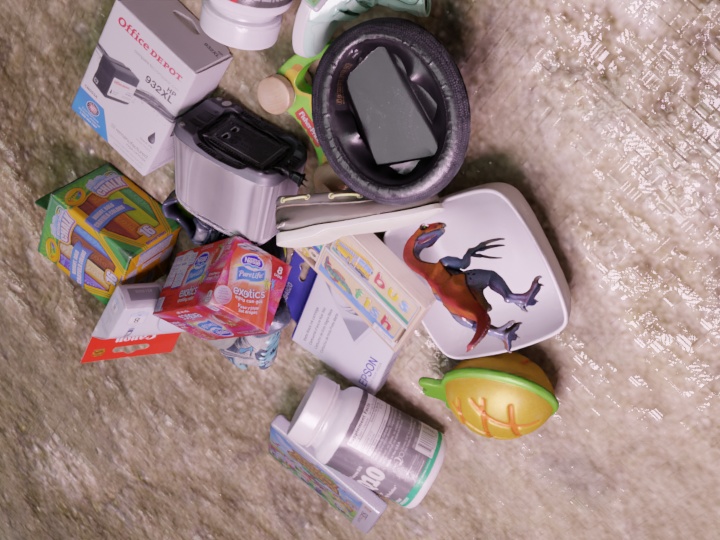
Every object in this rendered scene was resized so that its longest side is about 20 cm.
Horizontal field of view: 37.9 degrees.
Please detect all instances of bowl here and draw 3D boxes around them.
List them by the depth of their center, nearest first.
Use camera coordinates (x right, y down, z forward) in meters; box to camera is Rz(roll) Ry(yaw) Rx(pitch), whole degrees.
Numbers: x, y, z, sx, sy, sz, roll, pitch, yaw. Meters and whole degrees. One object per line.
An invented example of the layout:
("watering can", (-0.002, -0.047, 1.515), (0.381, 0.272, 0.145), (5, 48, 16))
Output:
("bowl", (0.147, -0.006, 1.249), (0.199, 0.075, 0.201), (-19, 105, 41))

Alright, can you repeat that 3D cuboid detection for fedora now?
("fedora", (0.043, -0.178, 1.161), (0.199, 0.092, 0.202), (6, 106, 21))

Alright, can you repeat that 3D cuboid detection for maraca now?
("maraca", (0.159, 0.157, 1.318), (0.137, 0.108, 0.199), (35, 154, -27))

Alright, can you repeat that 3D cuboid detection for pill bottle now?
("pill bottle", (-0.121, -0.361, 1.191), (0.113, 0.114, 0.201), (31, 130, 15))
("pill bottle", (0.008, 0.230, 1.429), (0.199, 0.113, 0.113), (29, 131, -4))

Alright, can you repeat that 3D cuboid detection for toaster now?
("toaster", (-0.153, -0.122, 1.361), (0.199, 0.114, 0.130), (29, 135, 15))

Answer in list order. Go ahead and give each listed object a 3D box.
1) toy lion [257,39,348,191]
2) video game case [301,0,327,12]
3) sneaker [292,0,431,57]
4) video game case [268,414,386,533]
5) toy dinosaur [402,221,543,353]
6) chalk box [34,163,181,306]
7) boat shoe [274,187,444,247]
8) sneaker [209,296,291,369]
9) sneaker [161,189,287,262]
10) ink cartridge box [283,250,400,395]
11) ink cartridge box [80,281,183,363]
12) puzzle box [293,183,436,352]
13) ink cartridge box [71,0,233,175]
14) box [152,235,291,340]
("toy lion", (0.000, -0.190, 1.254), (0.191, 0.069, 0.201), (-30, 97, 35))
("video game case", (-0.052, -0.403, 1.079), (0.182, 0.022, 0.200), (39, 93, -7))
("sneaker", (0.009, -0.293, 1.158), (0.118, 0.074, 0.201), (41, 121, 6))
("video game case", (-0.054, 0.304, 1.545), (0.200, 0.022, 0.182), (39, 159, 10))
("toy dinosaur", (0.106, 0.004, 1.141), (0.181, 0.200, 0.106), (27, 101, 28))
("chalk box", (-0.385, -0.064, 1.546), (0.200, 0.125, 0.124), (37, 132, 8))
("boat shoe", (-0.005, -0.072, 1.206), (0.200, 0.072, 0.061), (-10, 80, 14))
("sneaker", (-0.141, 0.093, 1.504), (0.087, 0.078, 0.200), (52, 149, -9))
("sneaker", (-0.189, -0.053, 1.446), (0.199, 0.081, 0.074), (31, 130, 16))
("ink cartridge box", (-0.025, 0.045, 1.420), (0.199, 0.041, 0.200), (34, 131, 14))
("ink cartridge box", (-0.313, 0.090, 1.565), (0.200, 0.159, 0.047), (-54, 53, 41))
("puzzle box", (0.000, 0.000, 1.300), (0.200, 0.025, 0.133), (45, 150, 11))
("ink cartridge box", (-0.279, -0.250, 1.387), (0.145, 0.084, 0.200), (43, 132, 5))
("box", (-0.189, 0.028, 1.418), (0.095, 0.100, 0.200), (29, 159, -27))
